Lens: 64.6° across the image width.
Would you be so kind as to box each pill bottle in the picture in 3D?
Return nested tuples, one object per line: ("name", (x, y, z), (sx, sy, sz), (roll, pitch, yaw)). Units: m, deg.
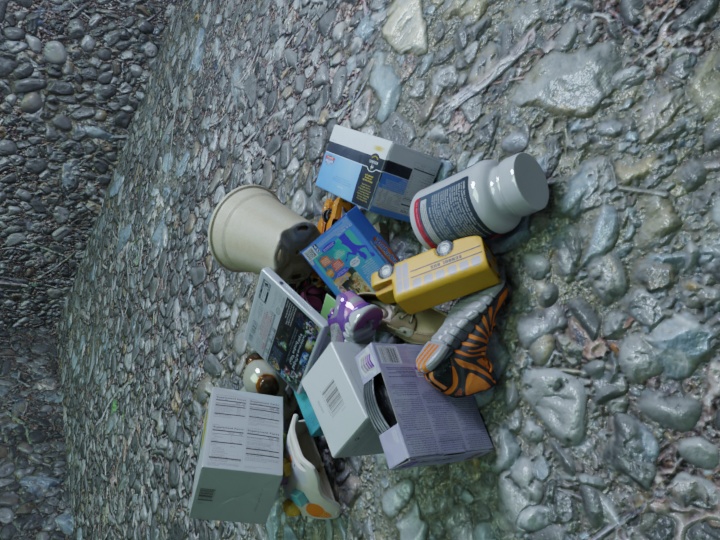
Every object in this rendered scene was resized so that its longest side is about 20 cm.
("pill bottle", (0.187, -0.106, 0.903), (0.200, 0.120, 0.120), (-21, 66, 47))

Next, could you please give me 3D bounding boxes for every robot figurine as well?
("robot figurine", (-0.061, -0.058, 1.231), (0.145, 0.058, 0.200), (-173, 93, -69))

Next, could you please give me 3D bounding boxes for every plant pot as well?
("plant pot", (-0.184, -0.062, 1.198), (0.183, 0.200, 0.201), (24, 101, 38))

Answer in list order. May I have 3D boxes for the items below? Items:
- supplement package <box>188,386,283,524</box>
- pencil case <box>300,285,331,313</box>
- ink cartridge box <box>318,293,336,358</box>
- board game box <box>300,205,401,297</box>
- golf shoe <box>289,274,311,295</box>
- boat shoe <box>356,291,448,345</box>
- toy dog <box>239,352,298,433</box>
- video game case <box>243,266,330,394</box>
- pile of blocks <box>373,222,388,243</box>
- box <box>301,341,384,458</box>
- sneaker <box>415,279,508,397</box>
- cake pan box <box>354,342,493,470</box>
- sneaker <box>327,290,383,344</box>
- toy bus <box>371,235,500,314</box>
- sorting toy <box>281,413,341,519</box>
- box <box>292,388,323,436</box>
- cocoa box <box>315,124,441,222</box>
("supplement package", (-0.242, 0.364, 1.128), (0.200, 0.150, 0.152), (-102, 28, -57))
("pencil case", (-0.132, 0.131, 1.274), (0.200, 0.094, 0.091), (-52, 6, 32))
("ink cartridge box", (-0.040, 0.146, 1.125), (0.104, 0.059, 0.200), (38, 125, 30))
("board game box", (0.000, 0.000, 1.079), (0.152, 0.045, 0.200), (-35, 95, 40))
("golf shoe", (-0.176, 0.058, 1.340), (0.077, 0.088, 0.200), (27, 104, 49))
("boat shoe", (0.077, 0.081, 0.992), (0.200, 0.065, 0.071), (8, 61, 29))
("toy dog", (-0.226, 0.276, 1.273), (0.200, 0.194, 0.140), (-68, 30, 28))
("video game case", (-0.151, 0.121, 1.128), (0.182, 0.023, 0.200), (41, 130, 23))
("pile of blocks", (-0.009, -0.010, 1.168), (0.082, 0.062, 0.200), (32, 106, 49))
("box", (0.029, 0.215, 0.958), (0.106, 0.200, 0.152), (-54, 45, 27))
("sneaker", (0.183, 0.113, 0.898), (0.200, 0.112, 0.078), (-48, 13, -10))
("cake pan box", (0.097, 0.204, 0.879), (0.052, 0.200, 0.184), (-46, 52, 35))
("sneaker", (-0.025, 0.112, 1.011), (0.088, 0.080, 0.200), (45, 138, 30))
("toy bus", (0.117, 0.012, 0.917), (0.200, 0.065, 0.078), (-22, 50, 23))
("sorting toy", (-0.115, 0.375, 1.123), (0.180, 0.107, 0.200), (98, 153, -47))
("box", (-0.093, 0.249, 1.195), (0.049, 0.082, 0.200), (-54, 45, 27))
("cocoa box", (0.029, -0.187, 1.104), (0.200, 0.133, 0.131), (32, 107, 49))
